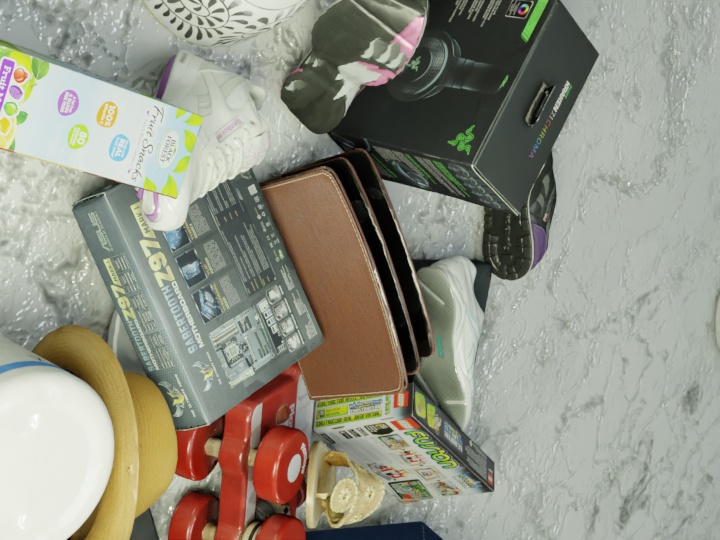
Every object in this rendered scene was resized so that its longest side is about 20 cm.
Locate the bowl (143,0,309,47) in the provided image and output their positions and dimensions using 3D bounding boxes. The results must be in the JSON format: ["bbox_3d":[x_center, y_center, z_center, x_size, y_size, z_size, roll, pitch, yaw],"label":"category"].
[{"bbox_3d":[-0.081,-0.274,1.056,0.200,0.094,0.202,-20,118,-42],"label":"bowl"}]

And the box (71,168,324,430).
[{"bbox_3d":[-0.127,0.006,1.072,0.158,0.051,0.201,-35,105,-47],"label":"box"}]

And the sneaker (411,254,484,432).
[{"bbox_3d":[0.096,0.079,1.337,0.080,0.070,0.202,-33,130,-48],"label":"sneaker"}]

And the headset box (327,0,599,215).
[{"bbox_3d":[0.096,-0.161,1.204,0.093,0.199,0.175,39,76,-46],"label":"headset box"}]

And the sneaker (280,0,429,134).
[{"bbox_3d":[-0.002,-0.201,1.123,0.080,0.200,0.087,40,57,-14],"label":"sneaker"}]

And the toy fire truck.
[{"bbox_3d":[-0.088,0.192,1.215,0.168,0.111,0.201,-27,123,-62],"label":"toy fire truck"}]

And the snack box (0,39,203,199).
[{"bbox_3d":[-0.235,-0.118,0.892,0.199,0.168,0.068,16,95,-49],"label":"snack box"}]

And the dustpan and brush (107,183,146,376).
[{"bbox_3d":[-0.167,0.024,1.092,0.139,0.057,0.201,-28,93,-35],"label":"dustpan and brush"}]

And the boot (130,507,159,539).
[{"bbox_3d":[-0.232,0.270,1.109,0.165,0.065,0.201,-40,133,-40],"label":"boot"}]

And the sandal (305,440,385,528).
[{"bbox_3d":[-0.011,0.200,1.230,0.212,0.069,0.078,88,5,-82],"label":"sandal"}]

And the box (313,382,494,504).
[{"bbox_3d":[0.048,0.179,1.332,0.200,0.109,0.035,47,38,-48],"label":"box"}]

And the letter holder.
[{"bbox_3d":[0.000,0.000,1.156,0.100,0.142,0.201,-25,99,-38],"label":"letter holder"}]

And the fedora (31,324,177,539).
[{"bbox_3d":[-0.197,0.140,1.008,0.081,0.200,0.202,-2,105,-42],"label":"fedora"}]

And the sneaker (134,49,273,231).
[{"bbox_3d":[-0.116,-0.100,1.011,0.201,0.099,0.075,-84,-166,-49],"label":"sneaker"}]

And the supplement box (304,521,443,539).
[{"bbox_3d":[0.006,0.377,1.320,0.199,0.134,0.201,8,111,-47],"label":"supplement box"}]

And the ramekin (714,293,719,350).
[{"bbox_3d":[0.589,0.056,1.875,0.200,0.097,0.202,-19,117,-42],"label":"ramekin"}]

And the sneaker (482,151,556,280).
[{"bbox_3d":[0.176,-0.096,1.421,0.087,0.075,0.201,-27,127,-55],"label":"sneaker"}]

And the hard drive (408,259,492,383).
[{"bbox_3d":[0.055,0.059,1.361,0.199,0.033,0.141,-1,104,-46],"label":"hard drive"}]

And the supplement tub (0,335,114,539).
[{"bbox_3d":[-0.274,0.105,0.907,0.131,0.199,0.133,-19,117,-42],"label":"supplement tub"}]
